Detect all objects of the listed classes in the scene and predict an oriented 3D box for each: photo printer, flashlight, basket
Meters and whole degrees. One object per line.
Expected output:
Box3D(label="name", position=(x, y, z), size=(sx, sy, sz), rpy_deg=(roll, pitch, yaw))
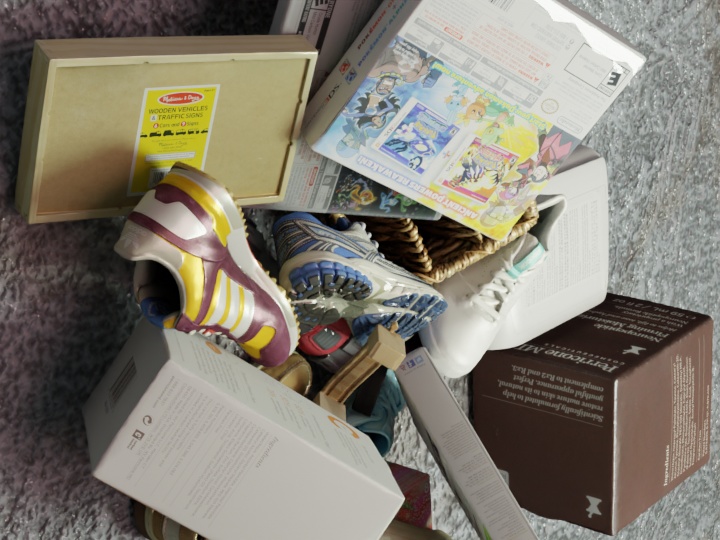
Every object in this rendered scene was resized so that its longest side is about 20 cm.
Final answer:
Box3D(label="photo printer", position=(0.160, -0.020, 1.568), size=(0.200, 0.069, 0.167), rpy_deg=(-23, 116, -47))
Box3D(label="flashlight", position=(-0.064, 0.010, 1.297), size=(0.200, 0.068, 0.068), rpy_deg=(42, 58, -43))
Box3D(label="basket", position=(0.031, -0.078, 1.320), size=(0.143, 0.149, 0.200), rpy_deg=(-51, 136, -31))

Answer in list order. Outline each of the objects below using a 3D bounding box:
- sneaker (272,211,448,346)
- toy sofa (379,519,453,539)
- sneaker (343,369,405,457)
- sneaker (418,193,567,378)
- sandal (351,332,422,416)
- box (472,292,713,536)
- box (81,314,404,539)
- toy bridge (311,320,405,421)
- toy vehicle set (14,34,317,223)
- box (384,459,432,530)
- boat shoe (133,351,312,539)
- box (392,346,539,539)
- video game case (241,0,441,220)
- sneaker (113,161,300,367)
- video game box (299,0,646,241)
Box3D(label="sneaker", position=(0.000, 0.000, 1.273), size=(0.200, 0.077, 0.085), rpy_deg=(27, 36, -57))
Box3D(label="toy sofa", position=(0.031, 0.259, 1.325), size=(0.083, 0.098, 0.200), rpy_deg=(-54, 144, 6))
Box3D(label="sneaker", position=(0.007, 0.133, 1.402), size=(0.200, 0.082, 0.074), rpy_deg=(-43, 132, -37))
Box3D(label="sneaker", position=(0.117, 0.002, 1.390), size=(0.075, 0.088, 0.200), rpy_deg=(45, 51, -21))
Box3D(label="sandal", position=(0.041, 0.052, 1.408), size=(0.075, 0.048, 0.201), rpy_deg=(108, 3, -46))
Box3D(label="box", position=(0.233, 0.134, 1.625), size=(0.200, 0.166, 0.165), rpy_deg=(-24, 119, -48))
Box3D(label="box", position=(-0.086, 0.130, 1.161), size=(0.200, 0.124, 0.098), rpy_deg=(32, 97, -19))
Box3D(label="toy bridge", position=(-0.026, 0.119, 1.294), size=(0.027, 0.067, 0.200), rpy_deg=(30, 108, -13))
Box3D(label="toy vehicle set", position=(-0.132, -0.098, 1.120), size=(0.200, 0.027, 0.124), rpy_deg=(-6, 127, -32))
Box3D(label="box", position=(-0.033, 0.239, 1.369), size=(0.200, 0.095, 0.103), rpy_deg=(-24, 118, -47))
Box3D(label="boat shoe", position=(-0.088, 0.143, 1.286), size=(0.200, 0.076, 0.072), rpy_deg=(-52, 136, -30))
Box3D(label="box", position=(0.094, 0.173, 1.340), size=(0.036, 0.200, 0.144), rpy_deg=(-28, 154, -3))
Box3D(label="video game case", position=(0.007, -0.129, 1.214), size=(0.181, 0.023, 0.200), rpy_deg=(3, 123, -26))
Box3D(label="sneaker", position=(-0.112, 0.017, 1.147), size=(0.090, 0.075, 0.200), rpy_deg=(-49, 139, -22))
Box3D(label="video game box", position=(0.083, -0.131, 1.202), size=(0.200, 0.047, 0.182), rpy_deg=(24, 110, -36))
